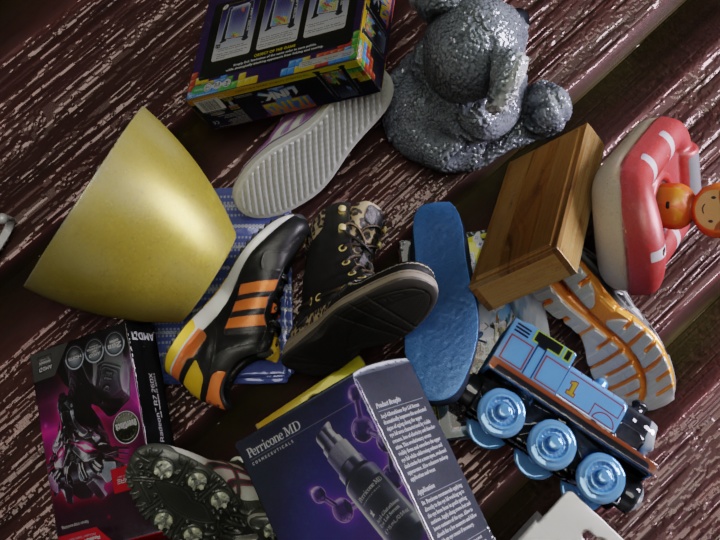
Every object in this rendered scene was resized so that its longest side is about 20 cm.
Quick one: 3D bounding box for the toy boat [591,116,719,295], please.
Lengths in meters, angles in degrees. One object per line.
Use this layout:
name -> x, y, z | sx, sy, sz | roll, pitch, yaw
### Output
toy boat -> 0.299, -0.059, 1.137 | 0.130, 0.132, 0.200 | 6, 32, 32

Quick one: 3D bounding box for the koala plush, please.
koala plush -> 0.106, -0.197, 1.171 | 0.183, 0.200, 0.178 | -33, 80, -7

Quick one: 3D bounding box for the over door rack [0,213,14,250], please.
over door rack -> -0.453, 0.004, 1.191 | 0.147, 0.067, 0.202 | 25, 78, 6

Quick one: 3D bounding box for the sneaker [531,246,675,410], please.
sneaker -> 0.245, 0.048, 1.182 | 0.078, 0.077, 0.201 | -33, 96, 31

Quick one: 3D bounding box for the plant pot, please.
plant pot -> -0.203, -0.031, 1.138 | 0.141, 0.200, 0.201 | 34, 79, -12

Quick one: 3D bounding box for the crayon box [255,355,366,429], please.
crayon box -> 0.004, 0.200, 1.156 | 0.126, 0.051, 0.201 | -32, 80, -7

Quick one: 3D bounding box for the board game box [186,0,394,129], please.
board game box -> -0.065, -0.238, 1.191 | 0.198, 0.057, 0.167 | -8, 57, 29

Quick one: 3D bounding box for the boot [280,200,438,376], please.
boot -> 0.000, 0.000, 1.130 | 0.073, 0.200, 0.152 | 24, 51, -25

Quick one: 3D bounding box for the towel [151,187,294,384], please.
towel -> -0.138, 0.015, 1.217 | 0.143, 0.024, 0.202 | -2, 75, 1

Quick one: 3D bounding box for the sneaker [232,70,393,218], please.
sneaker -> -0.057, -0.143, 1.227 | 0.200, 0.114, 0.073 | -42, 125, 3

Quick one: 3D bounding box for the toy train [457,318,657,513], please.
toy train -> 0.186, 0.138, 1.118 | 0.199, 0.087, 0.115 | 33, 73, 5

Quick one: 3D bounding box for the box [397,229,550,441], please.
box -> 0.117, 0.062, 1.195 | 0.135, 0.038, 0.202 | -7, 77, -2

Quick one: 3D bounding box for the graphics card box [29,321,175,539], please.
graphics card box -> -0.239, 0.161, 1.141 | 0.124, 0.051, 0.202 | -18, 75, 25

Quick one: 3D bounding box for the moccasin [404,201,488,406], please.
moccasin -> 0.083, 0.035, 1.133 | 0.079, 0.068, 0.202 | 2, 65, 10

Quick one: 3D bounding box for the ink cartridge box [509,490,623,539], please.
ink cartridge box -> 0.164, 0.307, 1.103 | 0.116, 0.067, 0.200 | 43, 94, 9

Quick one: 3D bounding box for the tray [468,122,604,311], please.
tray -> 0.169, -0.055, 1.142 | 0.037, 0.098, 0.201 | 47, 39, -22

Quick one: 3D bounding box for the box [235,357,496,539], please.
box -> 0.007, 0.200, 1.047 | 0.147, 0.104, 0.201 | -33, 77, 28

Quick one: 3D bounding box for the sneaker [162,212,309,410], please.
sneaker -> -0.098, 0.042, 1.158 | 0.090, 0.070, 0.201 | 38, 86, 15

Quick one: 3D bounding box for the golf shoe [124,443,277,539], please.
golf shoe -> -0.131, 0.207, 1.103 | 0.199, 0.088, 0.077 | 36, 107, -27
